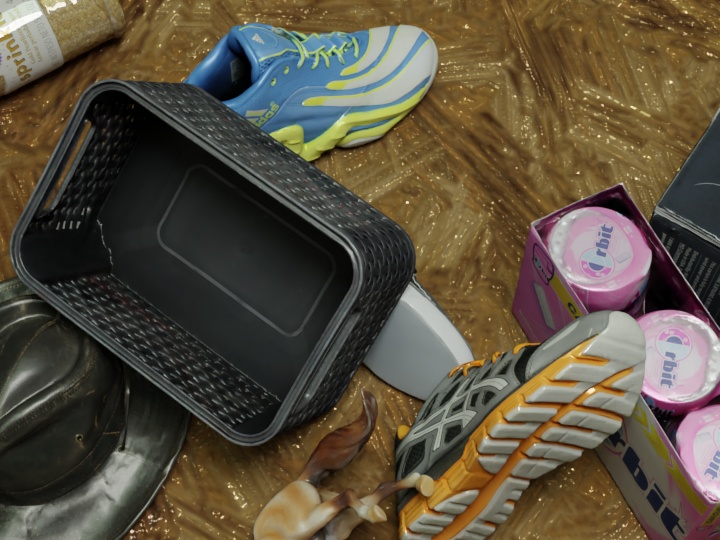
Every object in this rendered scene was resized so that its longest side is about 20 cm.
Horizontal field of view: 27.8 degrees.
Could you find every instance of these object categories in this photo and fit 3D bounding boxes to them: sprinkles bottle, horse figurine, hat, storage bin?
[{"bbox_3d":[-0.258,-0.146,0.978,0.199,0.068,0.068,-31,68,-15],"label":"sprinkles bottle"},{"bbox_3d":[-0.031,0.168,0.812,0.050,0.132,0.201,35,60,-31],"label":"horse figurine"},{"bbox_3d":[-0.196,0.076,0.860,0.199,0.081,0.202,0,64,-1],"label":"hat"},{"bbox_3d":[-0.086,-0.009,0.847,0.200,0.094,0.136,35,106,15],"label":"storage bin"}]

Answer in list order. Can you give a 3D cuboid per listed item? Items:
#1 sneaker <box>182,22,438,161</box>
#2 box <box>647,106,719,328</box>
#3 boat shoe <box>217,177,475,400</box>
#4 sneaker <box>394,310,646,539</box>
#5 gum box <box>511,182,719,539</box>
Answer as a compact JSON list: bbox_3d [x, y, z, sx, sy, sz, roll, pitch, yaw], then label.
[{"bbox_3d":[-0.035,-0.123,0.946,0.199,0.105,0.076,-29,67,-13],"label":"sneaker"},{"bbox_3d":[0.301,-0.031,0.892,0.196,0.124,0.200,31,67,16],"label":"box"},{"bbox_3d":[0.000,0.000,0.912,0.200,0.070,0.066,37,47,12],"label":"boat shoe"},{"bbox_3d":[0.078,0.079,0.813,0.078,0.200,0.078,17,42,-35],"label":"sneaker"},{"bbox_3d":[0.169,0.066,0.849,0.066,0.114,0.201,-24,66,-12],"label":"gum box"}]
